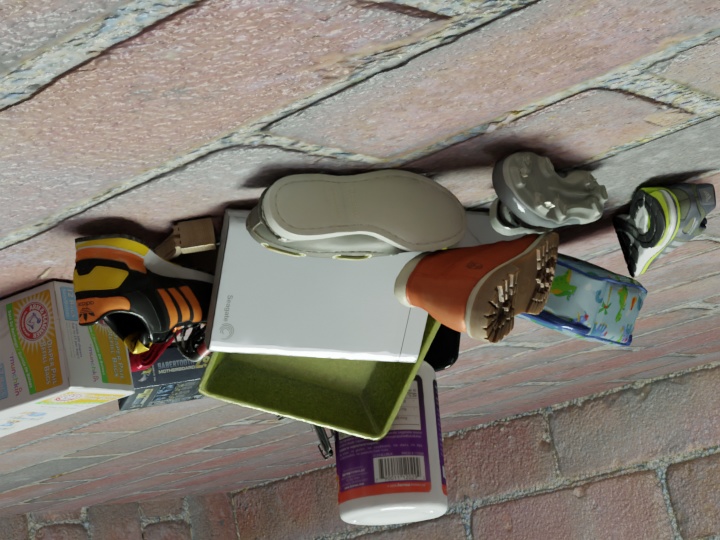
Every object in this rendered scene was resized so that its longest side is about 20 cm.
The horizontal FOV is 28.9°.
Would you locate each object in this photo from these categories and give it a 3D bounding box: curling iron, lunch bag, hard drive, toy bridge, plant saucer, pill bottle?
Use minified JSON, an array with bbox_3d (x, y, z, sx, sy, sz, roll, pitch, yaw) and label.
[{"bbox_3d":[-0.111,0.020,1.350,0.200,0.050,0.026,-40,168,22],"label":"curling iron"},{"bbox_3d":[0.216,0.021,1.547,0.160,0.083,0.200,23,-174,29],"label":"lunch bag"},{"bbox_3d":[-0.032,0.016,1.260,0.199,0.133,0.027,4,-156,-17],"label":"hard drive"},{"bbox_3d":[-0.160,-0.008,1.318,0.067,0.027,0.200,-9,168,-2],"label":"toy bridge"},{"bbox_3d":[-0.031,0.045,1.317,0.199,0.201,0.048,17,-160,-22],"label":"plant saucer"},{"bbox_3d":[0.026,0.152,1.429,0.111,0.201,0.111,-4,162,-1],"label":"pill bottle"}]

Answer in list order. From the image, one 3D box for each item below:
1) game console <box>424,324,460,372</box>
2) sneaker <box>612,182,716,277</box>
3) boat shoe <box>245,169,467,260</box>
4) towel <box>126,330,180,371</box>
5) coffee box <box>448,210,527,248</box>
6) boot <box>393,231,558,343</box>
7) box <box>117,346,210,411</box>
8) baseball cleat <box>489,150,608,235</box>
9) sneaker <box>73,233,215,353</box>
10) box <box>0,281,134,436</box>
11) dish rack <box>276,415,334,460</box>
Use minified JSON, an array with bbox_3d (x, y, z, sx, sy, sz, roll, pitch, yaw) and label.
[{"bbox_3d":[0.064,0.090,1.756,0.199,0.117,0.176,-18,166,29],"label":"game console"},{"bbox_3d":[0.328,-0.045,1.507,0.081,0.074,0.200,-14,170,-6],"label":"sneaker"},{"bbox_3d":[-0.002,-0.045,1.198,0.201,0.072,0.060,2,162,-32],"label":"boat shoe"},{"bbox_3d":[-0.279,0.091,1.502,0.199,0.023,0.145,-17,-162,27],"label":"towel"},{"bbox_3d":[0.072,0.006,1.465,0.114,0.080,0.200,3,161,-42],"label":"coffee box"},{"bbox_3d":[0.109,0.001,1.247,0.107,0.075,0.200,15,-161,27],"label":"boot"},{"bbox_3d":[-0.237,0.139,1.847,0.157,0.051,0.200,-8,168,-16],"label":"box"},{"bbox_3d":[0.151,-0.059,1.275,0.106,0.070,0.200,-19,165,31],"label":"baseball cleat"},{"bbox_3d":[-0.185,0.036,1.244,0.070,0.091,0.200,-7,159,31],"label":"sneaker"},{"bbox_3d":[-0.340,0.093,1.404,0.199,0.113,0.101,-18,165,26],"label":"box"},{"bbox_3d":[-0.083,0.105,1.458,0.054,0.201,0.153,-22,-176,-4],"label":"dish rack"}]
